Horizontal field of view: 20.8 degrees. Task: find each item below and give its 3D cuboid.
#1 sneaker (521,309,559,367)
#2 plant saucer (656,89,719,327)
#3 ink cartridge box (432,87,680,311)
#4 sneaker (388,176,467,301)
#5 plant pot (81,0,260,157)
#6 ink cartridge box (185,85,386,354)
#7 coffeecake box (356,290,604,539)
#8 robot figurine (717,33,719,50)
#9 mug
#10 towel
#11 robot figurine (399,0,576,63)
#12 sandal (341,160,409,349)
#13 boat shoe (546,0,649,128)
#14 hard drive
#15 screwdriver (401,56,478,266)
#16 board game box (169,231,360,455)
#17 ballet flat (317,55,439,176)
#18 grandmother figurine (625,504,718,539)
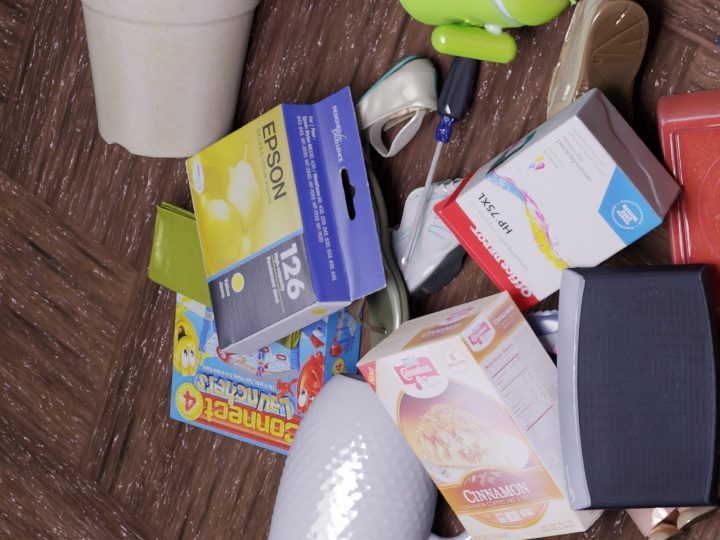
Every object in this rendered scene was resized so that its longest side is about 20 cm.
[{"bbox_3d":[0.198,0.079,1.664,0.199,0.070,0.082,1,74,21],"label":"sneaker"},{"bbox_3d":[0.330,-0.051,1.602,0.199,0.037,0.201,-3,95,38],"label":"plant saucer"},{"bbox_3d":[0.153,-0.048,1.650,0.200,0.067,0.116,-36,99,35],"label":"ink cartridge box"},{"bbox_3d":[0.083,-0.054,1.775,0.200,0.070,0.080,-43,68,35],"label":"sneaker"},{"bbox_3d":[-0.186,-0.217,1.901,0.200,0.200,0.184,23,123,33],"label":"plant pot"},{"bbox_3d":[-0.073,-0.046,1.812,0.200,0.047,0.198,-28,66,44],"label":"ink cartridge box"},{"bbox_3d":[0.112,0.130,1.685,0.153,0.073,0.200,-20,107,54],"label":"coffeecake box"},{"bbox_3d":[0.351,-0.239,1.496,0.150,0.125,0.200,25,116,-2],"label":"robot figurine"},{"bbox_3d":[0.027,0.195,1.825,0.199,0.148,0.176,12,91,4],"label":"mug"},{"bbox_3d":[-0.131,0.003,1.914,0.200,0.018,0.086,24,110,33],"label":"towel"},{"bbox_3d":[0.107,-0.268,1.691,0.200,0.116,0.176,6,89,37],"label":"robot figurine"},{"bbox_3d":[0.000,-0.001,1.803,0.080,0.057,0.202,164,94,-72],"label":"sandal"},{"bbox_3d":[0.196,-0.152,1.680,0.065,0.071,0.200,-112,32,-54],"label":"boat shoe"},{"bbox_3d":[0.229,0.096,1.599,0.134,0.042,0.201,-2,90,2],"label":"hard drive"},{"bbox_3d":[0.068,-0.100,1.758,0.029,0.028,0.201,141,146,-77],"label":"screwdriver"},{"bbox_3d":[-0.094,0.070,1.943,0.200,0.056,0.196,13,105,36],"label":"board game box"},{"bbox_3d":[0.001,-0.125,1.830,0.200,0.069,0.070,-35,76,37],"label":"ballet flat"},{"bbox_3d":[0.221,0.146,1.710,0.121,0.061,0.200,-38,70,20],"label":"grandmother figurine"}]
